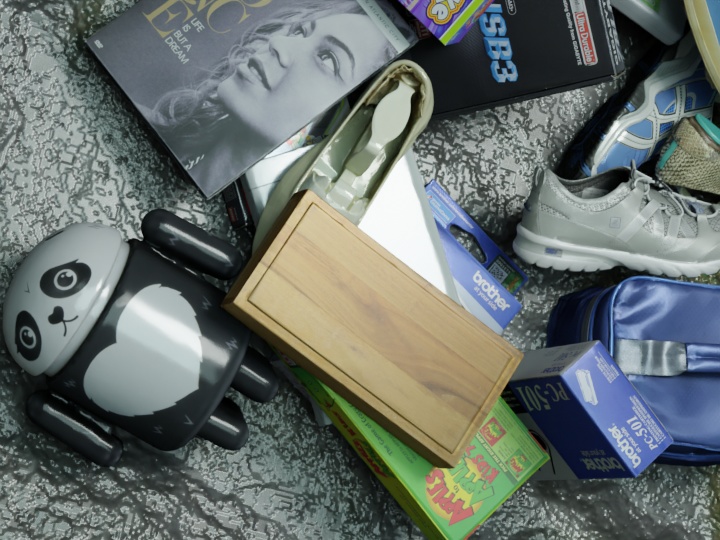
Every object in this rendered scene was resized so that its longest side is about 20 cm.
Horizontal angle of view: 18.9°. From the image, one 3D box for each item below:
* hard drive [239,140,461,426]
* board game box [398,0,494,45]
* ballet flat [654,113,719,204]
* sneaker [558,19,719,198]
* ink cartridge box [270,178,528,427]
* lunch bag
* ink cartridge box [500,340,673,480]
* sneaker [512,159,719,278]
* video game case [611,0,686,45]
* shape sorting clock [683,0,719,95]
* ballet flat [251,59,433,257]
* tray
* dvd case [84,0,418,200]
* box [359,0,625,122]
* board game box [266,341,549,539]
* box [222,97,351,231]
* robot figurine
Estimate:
[{"bbox_3d":[0.000,0.000,1.607,0.131,0.027,0.201,-18,91,-19],"label":"hard drive"},{"bbox_3d":[0.083,-0.282,1.556,0.134,0.045,0.200,43,108,6],"label":"board game box"},{"bbox_3d":[0.307,-0.067,1.743,0.200,0.068,0.075,19,119,-40],"label":"ballet flat"},{"bbox_3d":[0.235,-0.116,1.724,0.077,0.076,0.200,47,70,-9],"label":"sneaker"},{"bbox_3d":[0.038,0.037,1.654,0.119,0.042,0.200,45,69,-11],"label":"ink cartridge box"},{"bbox_3d":[0.255,0.082,1.679,0.199,0.132,0.137,6,82,-19],"label":"lunch bag"},{"bbox_3d":[0.145,0.106,1.598,0.044,0.200,0.094,-40,98,-20],"label":"ink cartridge box"},{"bbox_3d":[0.218,-0.043,1.652,0.199,0.075,0.082,-1,111,-17],"label":"sneaker"},{"bbox_3d":[0.192,-0.300,1.716,0.200,0.022,0.183,32,52,-20],"label":"video game case"},{"bbox_3d":[0.295,-0.206,1.729,0.200,0.039,0.201,38,42,-44],"label":"shape sorting clock"},{"bbox_3d":[-0.010,-0.071,1.563,0.069,0.069,0.200,36,76,-13],"label":"ballet flat"},{"bbox_3d":[0.010,0.042,1.521,0.200,0.037,0.099,37,74,-15],"label":"tray"},{"bbox_3d":[-0.079,-0.168,1.587,0.200,0.016,0.149,-37,84,-12],"label":"dvd case"},{"bbox_3d":[0.081,-0.220,1.618,0.198,0.050,0.201,-10,99,20],"label":"box"},{"bbox_3d":[0.035,0.094,1.572,0.102,0.048,0.200,-42,100,-16],"label":"board game box"},{"bbox_3d":[-0.071,-0.141,1.634,0.110,0.035,0.201,-17,90,-21],"label":"box"},{"bbox_3d":[-0.156,0.050,1.530,0.200,0.125,0.151,32,56,-15],"label":"robot figurine"}]
